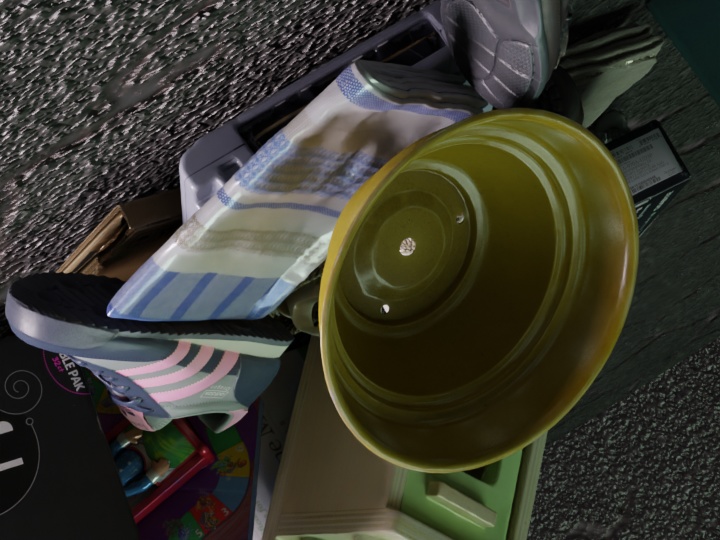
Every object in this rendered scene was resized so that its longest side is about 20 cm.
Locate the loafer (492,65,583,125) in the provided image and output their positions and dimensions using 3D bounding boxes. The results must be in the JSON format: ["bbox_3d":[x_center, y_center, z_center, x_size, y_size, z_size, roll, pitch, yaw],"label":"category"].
[{"bbox_3d":[0.064,-0.071,1.445,0.200,0.073,0.071,-28,160,38],"label":"loafer"}]

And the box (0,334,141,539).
[{"bbox_3d":[-0.206,0.157,1.351,0.148,0.200,0.124,-18,162,-13],"label":"box"}]

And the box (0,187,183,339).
[{"bbox_3d":[-0.102,-0.011,1.408,0.200,0.021,0.163,-19,163,-44],"label":"box"}]

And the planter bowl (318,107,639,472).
[{"bbox_3d":[0.044,-0.001,1.255,0.200,0.083,0.201,-14,117,-30],"label":"planter bowl"}]

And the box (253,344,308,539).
[{"bbox_3d":[-0.065,0.130,1.642,0.171,0.199,0.200,-21,163,-38],"label":"box"}]

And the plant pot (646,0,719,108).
[{"bbox_3d":[0.307,-0.119,1.536,0.141,0.200,0.141,-34,167,12],"label":"plant pot"}]

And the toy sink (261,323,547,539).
[{"bbox_3d":[0.029,0.143,1.472,0.112,0.200,0.130,-8,149,44],"label":"toy sink"}]

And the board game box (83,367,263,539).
[{"bbox_3d":[-0.144,0.130,1.450,0.158,0.200,0.039,3,164,6],"label":"board game box"}]

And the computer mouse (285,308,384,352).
[{"bbox_3d":[0.000,0.000,1.557,0.200,0.053,0.138,-21,168,-34],"label":"computer mouse"}]

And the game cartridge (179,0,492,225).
[{"bbox_3d":[-0.011,-0.072,1.303,0.200,0.041,0.133,-31,158,-15],"label":"game cartridge"}]

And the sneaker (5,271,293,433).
[{"bbox_3d":[-0.124,0.054,1.321,0.200,0.070,0.082,12,112,-46],"label":"sneaker"}]

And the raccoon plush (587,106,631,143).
[{"bbox_3d":[0.119,-0.055,1.702,0.134,0.200,0.097,-62,150,-44],"label":"raccoon plush"}]

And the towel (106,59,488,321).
[{"bbox_3d":[-0.030,-0.037,1.261,0.200,0.024,0.147,-42,161,21],"label":"towel"}]

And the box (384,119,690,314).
[{"bbox_3d":[0.108,-0.013,1.499,0.159,0.046,0.200,-26,169,-15],"label":"box"}]

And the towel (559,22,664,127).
[{"bbox_3d":[0.100,-0.095,1.537,0.132,0.035,0.200,-19,164,-38],"label":"towel"}]

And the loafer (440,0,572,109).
[{"bbox_3d":[0.083,-0.147,1.176,0.063,0.072,0.200,-41,159,-16],"label":"loafer"}]

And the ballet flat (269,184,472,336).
[{"bbox_3d":[0.010,0.002,1.379,0.068,0.075,0.200,15,158,-36],"label":"ballet flat"}]
